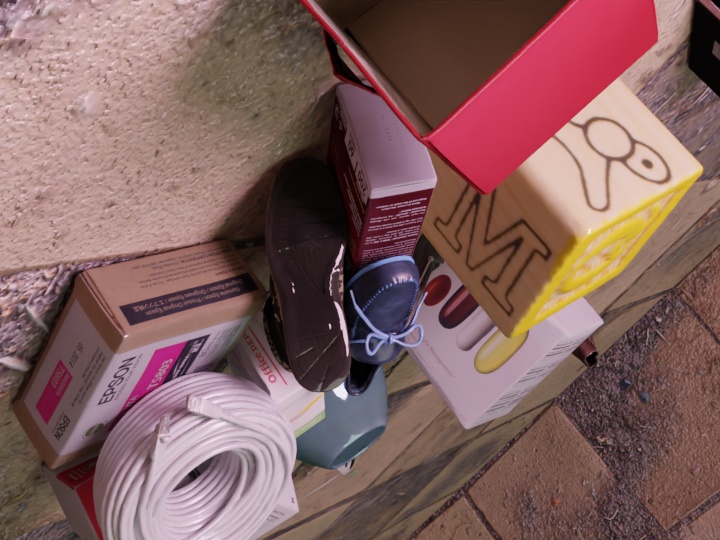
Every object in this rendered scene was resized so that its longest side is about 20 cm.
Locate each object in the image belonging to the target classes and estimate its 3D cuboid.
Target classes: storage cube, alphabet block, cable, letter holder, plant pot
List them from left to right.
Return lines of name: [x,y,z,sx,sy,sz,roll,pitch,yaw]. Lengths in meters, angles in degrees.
cable: [-0.152,0.189,0.964,0.199,0.069,0.201,16,108,-50]
plant pot: [-0.041,0.175,1.354,0.199,0.135,0.201,-33,160,-14]
storage cube: [0.076,-0.183,0.710,0.200,0.171,0.180,-42,162,10]
alphabet block: [0.188,-0.087,1.078,0.194,0.201,0.197,-26,158,-29]
letter holder: [0.496,-0.306,1.297,0.142,0.101,0.200,-41,161,3]

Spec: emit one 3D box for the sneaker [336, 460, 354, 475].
sneaker: [-0.013,0.267,1.704,0.111,0.073,0.200,-36,159,-1]

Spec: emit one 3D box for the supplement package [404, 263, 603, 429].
supplement package: [0.182,0.071,1.434,0.200,0.192,0.147,-48,159,25]

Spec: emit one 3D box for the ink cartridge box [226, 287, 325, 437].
ink cartridge box: [-0.094,0.100,1.115,0.067,0.118,0.200,-31,160,-14]

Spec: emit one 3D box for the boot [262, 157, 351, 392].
boot: [-0.054,0.008,0.962,0.072,0.203,0.151,-8,178,-12]

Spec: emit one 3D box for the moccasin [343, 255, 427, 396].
moccasin: [0.020,0.056,0.974,0.079,0.069,0.201,-9,154,-14]

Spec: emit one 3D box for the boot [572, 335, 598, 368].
boot: [0.358,0.113,1.882,0.072,0.167,0.200,-37,161,0]

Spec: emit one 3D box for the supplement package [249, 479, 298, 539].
supplement package: [-0.189,0.276,1.262,0.199,0.110,0.113,-35,138,20]

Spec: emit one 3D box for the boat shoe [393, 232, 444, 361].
boat shoe: [0.062,0.012,1.197,0.201,0.057,0.067,-57,180,-17]

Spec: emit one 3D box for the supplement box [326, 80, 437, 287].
supplement box: [0.010,-0.066,0.931,0.060,0.110,0.201,-11,153,-12]

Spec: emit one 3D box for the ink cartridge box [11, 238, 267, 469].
ink cartridge box: [-0.198,0.074,0.937,0.164,0.075,0.200,-18,153,-47]

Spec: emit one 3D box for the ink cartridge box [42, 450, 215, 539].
ink cartridge box: [-0.210,0.197,1.090,0.199,0.084,0.145,-28,-169,-26]
